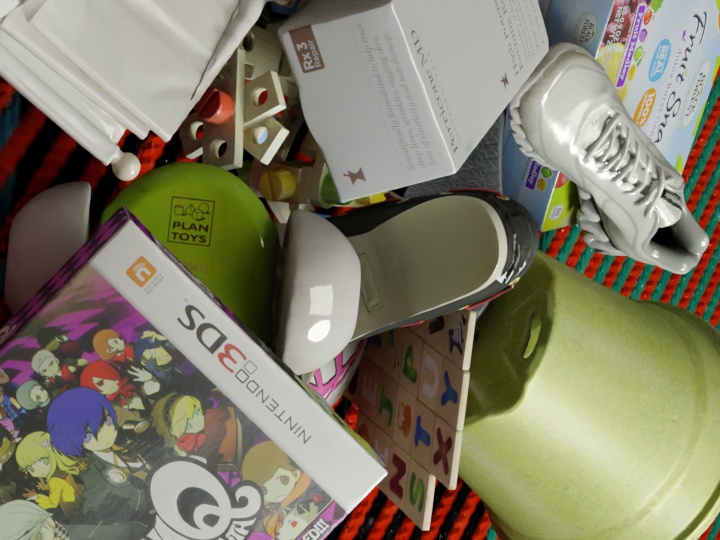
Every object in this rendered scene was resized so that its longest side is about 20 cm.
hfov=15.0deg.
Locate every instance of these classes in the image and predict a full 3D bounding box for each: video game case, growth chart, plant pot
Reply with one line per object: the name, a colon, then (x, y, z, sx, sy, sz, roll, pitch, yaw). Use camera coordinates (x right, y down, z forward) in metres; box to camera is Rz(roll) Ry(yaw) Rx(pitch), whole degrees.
video game case: (-0.117, 0.103, 1.290, 0.200, 0.036, 0.181, -45, 107, 0)
growth chart: (-0.112, -0.143, 1.345, 0.145, 0.018, 0.200, 48, 53, -14)
plant pot: (0.114, 0.073, 1.712, 0.184, 0.200, 0.201, 37, 68, -45)

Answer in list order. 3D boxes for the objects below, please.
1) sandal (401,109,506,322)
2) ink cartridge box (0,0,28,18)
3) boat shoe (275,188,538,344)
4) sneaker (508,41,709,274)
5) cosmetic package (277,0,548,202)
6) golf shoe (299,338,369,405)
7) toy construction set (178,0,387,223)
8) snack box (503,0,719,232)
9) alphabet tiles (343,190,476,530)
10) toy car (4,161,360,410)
sandal: (0.056, -0.045, 1.659, 0.043, 0.076, 0.201, 74, 28, -79)
ink cartridge box: (-0.195, -0.181, 1.185, 0.200, 0.084, 0.145, -41, 133, -45)
boat shoe: (0.000, 0.003, 1.469, 0.063, 0.201, 0.074, -5, 83, -62)
sneaker: (0.157, -0.067, 1.679, 0.075, 0.081, 0.200, -49, 137, -7)
cosmetic package: (0.033, -0.123, 1.462, 0.102, 0.074, 0.200, 69, 24, -18)
golf shoe: (-0.043, 0.065, 1.536, 0.200, 0.072, 0.092, -50, 141, -40)
toy construction set: (-0.048, -0.090, 1.469, 0.200, 0.092, 0.132, 27, 78, -69)
snack box: (0.165, -0.123, 1.794, 0.200, 0.067, 0.169, -16, 127, -58)
alphabet tiles: (0.025, 0.048, 1.560, 0.006, 0.200, 0.167, 2, 102, -18)
toy car: (-0.095, 0.040, 1.386, 0.150, 0.174, 0.201, -108, -156, -79)
